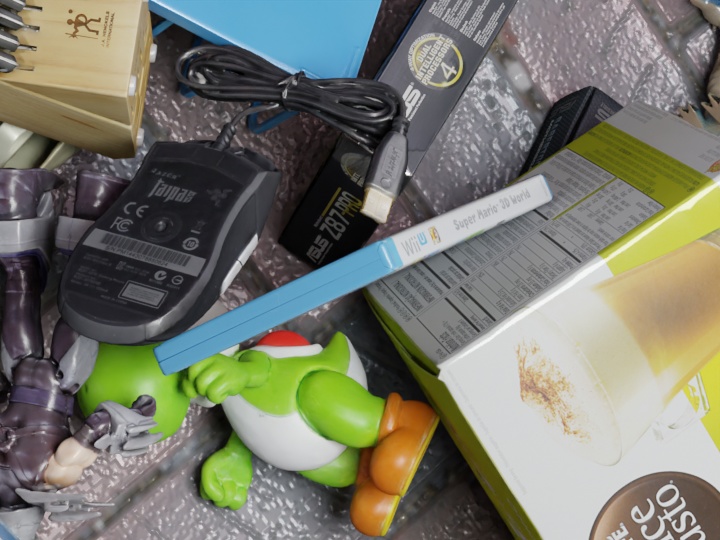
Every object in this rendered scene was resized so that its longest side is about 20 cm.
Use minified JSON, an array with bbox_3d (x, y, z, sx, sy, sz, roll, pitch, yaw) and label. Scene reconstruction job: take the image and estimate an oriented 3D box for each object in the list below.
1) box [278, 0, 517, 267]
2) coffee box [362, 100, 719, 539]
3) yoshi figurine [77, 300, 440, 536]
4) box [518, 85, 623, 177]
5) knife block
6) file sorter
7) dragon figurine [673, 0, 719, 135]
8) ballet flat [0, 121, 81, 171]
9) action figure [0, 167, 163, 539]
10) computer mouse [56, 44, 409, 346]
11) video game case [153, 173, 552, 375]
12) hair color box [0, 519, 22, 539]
[{"bbox_3d":[0.035,-0.108,1.420,0.049,0.161,0.201,33,66,-4],"label":"box"},{"bbox_3d":[0.145,0.055,1.373,0.197,0.200,0.200,-33,107,-3],"label":"coffee box"},{"bbox_3d":[-0.067,0.077,1.354,0.199,0.112,0.113,27,100,2],"label":"yoshi figurine"},{"bbox_3d":[0.171,0.011,1.532,0.199,0.051,0.158,35,67,-17],"label":"box"},{"bbox_3d":[-0.192,-0.117,1.264,0.174,0.200,0.064,9,80,-1],"label":"knife block"},{"bbox_3d":[-0.096,-0.180,1.389,0.199,0.123,0.140,26,68,-21],"label":"file sorter"},{"bbox_3d":[0.262,-0.093,1.599,0.099,0.059,0.200,-40,98,-28],"label":"dragon figurine"},{"bbox_3d":[-0.203,-0.052,1.336,0.070,0.069,0.200,48,62,-11],"label":"ballet flat"},{"bbox_3d":[-0.157,0.050,1.295,0.069,0.129,0.202,21,77,-66],"label":"action figure"},{"bbox_3d":[-0.054,-0.023,1.262,0.139,0.046,0.201,11,51,17],"label":"computer mouse"},{"bbox_3d":[0.000,0.000,1.305,0.200,0.143,0.018,-24,90,-61],"label":"video game case"},{"bbox_3d":[-0.247,0.202,1.237,0.061,0.100,0.200,46,62,-11],"label":"hair color box"}]
